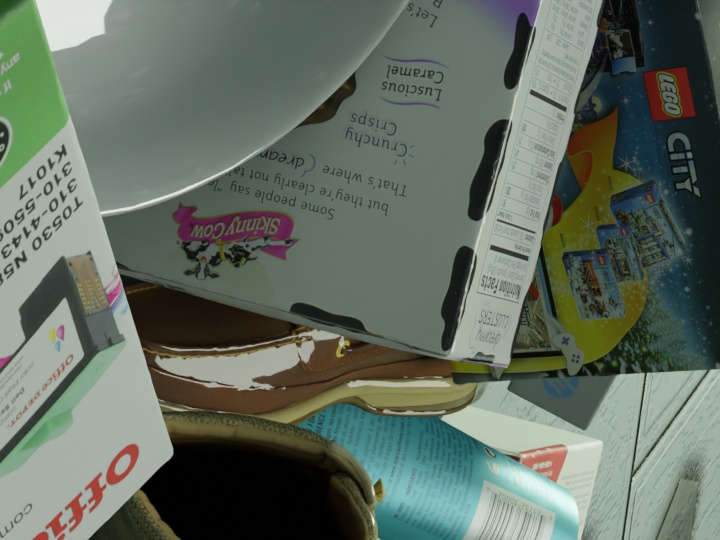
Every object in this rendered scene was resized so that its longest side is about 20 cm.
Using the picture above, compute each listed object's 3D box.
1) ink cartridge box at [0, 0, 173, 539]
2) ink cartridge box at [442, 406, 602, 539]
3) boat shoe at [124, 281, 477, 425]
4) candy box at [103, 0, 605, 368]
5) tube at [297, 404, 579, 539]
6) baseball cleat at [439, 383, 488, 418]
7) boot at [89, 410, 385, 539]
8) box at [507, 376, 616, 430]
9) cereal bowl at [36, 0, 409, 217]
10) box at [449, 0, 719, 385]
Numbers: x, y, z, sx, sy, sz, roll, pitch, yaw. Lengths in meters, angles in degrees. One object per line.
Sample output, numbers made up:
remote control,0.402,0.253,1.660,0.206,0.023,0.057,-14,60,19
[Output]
ink cartridge box,-0.138,0.021,0.732,0.145,0.084,0.200,-44,149,-23
ink cartridge box,0.043,0.174,1.407,0.147,0.083,0.201,2,101,-70
boat shoe,-0.025,0.014,1.047,0.200,0.072,0.068,-2,121,-45
candy box,-0.012,-0.084,0.936,0.072,0.167,0.201,12,93,-70
tube,0.000,0.074,1.128,0.200,0.050,0.078,29,55,-32
baseball cleat,0.041,-0.006,1.277,0.200,0.069,0.107,112,-13,-67
boot,-0.003,0.117,1.001,0.073,0.200,0.155,-60,180,-18
box,0.122,-0.031,1.225,0.156,0.041,0.200,-63,178,15
cereal bowl,-0.070,-0.116,0.823,0.200,0.083,0.200,-27,145,-21
box,0.077,-0.062,1.011,0.038,0.136,0.201,-24,105,-51
